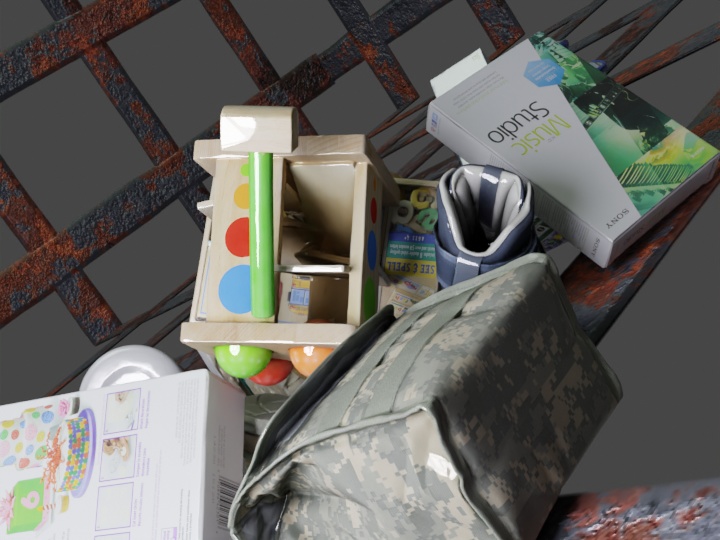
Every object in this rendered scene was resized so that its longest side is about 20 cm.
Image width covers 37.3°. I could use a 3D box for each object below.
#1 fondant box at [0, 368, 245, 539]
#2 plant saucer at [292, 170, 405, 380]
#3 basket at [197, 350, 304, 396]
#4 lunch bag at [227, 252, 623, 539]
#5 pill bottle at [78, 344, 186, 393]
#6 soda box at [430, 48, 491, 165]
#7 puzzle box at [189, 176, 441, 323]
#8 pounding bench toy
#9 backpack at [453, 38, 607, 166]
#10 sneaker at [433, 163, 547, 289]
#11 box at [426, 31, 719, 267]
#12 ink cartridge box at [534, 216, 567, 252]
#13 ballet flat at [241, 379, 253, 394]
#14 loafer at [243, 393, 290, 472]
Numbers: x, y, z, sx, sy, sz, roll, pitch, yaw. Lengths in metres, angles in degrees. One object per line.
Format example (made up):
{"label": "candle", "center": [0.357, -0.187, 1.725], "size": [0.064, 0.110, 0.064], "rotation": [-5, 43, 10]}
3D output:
{"label": "fondant box", "center": [-0.183, 0.163, 0.779], "size": [0.197, 0.146, 0.058], "rotation": [-11, -26, 22]}
{"label": "plant saucer", "center": [0.000, 0.000, 0.889], "size": [0.200, 0.201, 0.035], "rotation": [-38, -3, -20]}
{"label": "basket", "center": [-0.030, 0.048, 0.970], "size": [0.200, 0.136, 0.123], "rotation": [-41, 14, -26]}
{"label": "lunch bag", "center": [0.025, 0.093, 0.617], "size": [0.199, 0.119, 0.164], "rotation": [-24, 12, 42]}
{"label": "pill bottle", "center": [-0.222, 0.146, 1.124], "size": [0.112, 0.113, 0.200], "rotation": [-36, -8, -8]}
{"label": "soda box", "center": [0.139, -0.129, 1.103], "size": [0.068, 0.064, 0.202], "rotation": [-30, 54, 19]}
{"label": "puzzle box", "center": [-0.031, -0.009, 0.835], "size": [0.197, 0.135, 0.025], "rotation": [5, -11, 14]}
{"label": "pounding bench toy", "center": [-0.054, -0.007, 0.722], "size": [0.122, 0.159, 0.200], "rotation": [0, -13, 13]}
{"label": "backpack", "center": [0.209, -0.183, 1.243], "size": [0.199, 0.155, 0.190], "rotation": [-35, 20, -20]}
{"label": "sneaker", "center": [0.106, -0.026, 0.811], "size": [0.076, 0.148, 0.203], "rotation": [8, 32, 16]}
{"label": "box", "center": [0.172, -0.107, 0.875], "size": [0.144, 0.200, 0.037], "rotation": [-36, -28, -26]}
{"label": "ink cartridge box", "center": [0.111, -0.041, 0.984], "size": [0.199, 0.108, 0.051], "rotation": [-28, 51, 36]}
{"label": "ballet flat", "center": [-0.138, 0.162, 1.009], "size": [0.200, 0.068, 0.067], "rotation": [-40, -3, -31]}
{"label": "loafer", "center": [-0.037, 0.143, 0.790], "size": [0.071, 0.064, 0.199], "rotation": [-10, 13, -30]}
